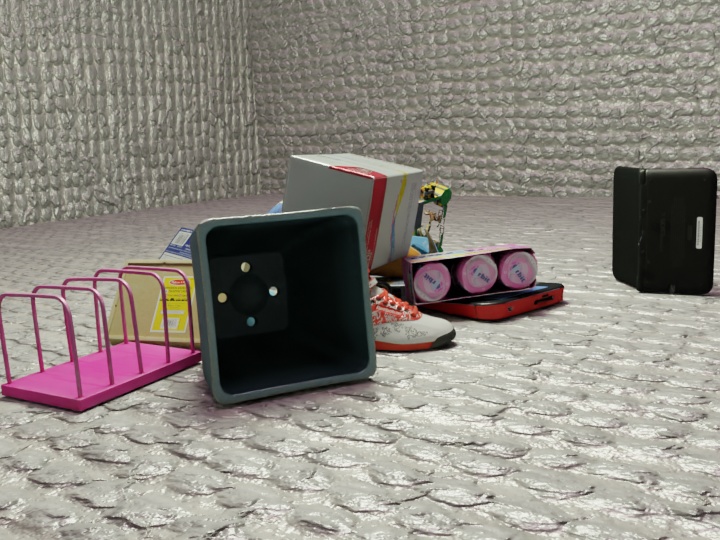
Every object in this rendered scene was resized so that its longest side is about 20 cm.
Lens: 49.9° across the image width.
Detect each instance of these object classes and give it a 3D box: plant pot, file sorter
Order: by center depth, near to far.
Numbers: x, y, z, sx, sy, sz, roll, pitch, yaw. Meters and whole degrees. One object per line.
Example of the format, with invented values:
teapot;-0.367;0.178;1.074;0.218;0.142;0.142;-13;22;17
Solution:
file sorter;-0.315;0.070;0.943;0.137;0.128;0.199;3;11;30
plant pot;-0.113;0.034;0.945;0.193;0.200;0.199;-7;3;-22

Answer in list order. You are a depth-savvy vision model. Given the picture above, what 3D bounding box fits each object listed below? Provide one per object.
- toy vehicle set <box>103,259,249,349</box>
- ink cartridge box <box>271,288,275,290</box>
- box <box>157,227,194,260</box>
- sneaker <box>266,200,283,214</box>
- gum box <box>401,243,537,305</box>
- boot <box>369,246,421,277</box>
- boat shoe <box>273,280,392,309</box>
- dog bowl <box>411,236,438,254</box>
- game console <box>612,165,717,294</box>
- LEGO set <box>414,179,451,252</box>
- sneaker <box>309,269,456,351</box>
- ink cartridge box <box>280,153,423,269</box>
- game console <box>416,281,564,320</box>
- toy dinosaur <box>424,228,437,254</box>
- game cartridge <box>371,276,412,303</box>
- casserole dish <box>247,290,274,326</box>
toy vehicle set;-0.257;0.047;1.090;0.196;0.126;0.027;1;-26;18
ink cartridge box;-0.112;-0.020;1.456;0.174;0.085;0.199;-22;0;27
box;-0.299;0.026;1.179;0.032;0.201;0.120;43;-18;-31
sneaker;-0.105;-0.112;1.406;0.198;0.077;0.077;-23;-5;21
gum box;0.169;0.003;1.204;0.196;0.067;0.114;-8;5;-4
boot;0.000;-0.001;1.281;0.198;0.072;0.144;13;30;10
boat shoe;-0.035;0.037;1.125;0.198;0.076;0.062;9;-37;-41
dog bowl;0.070;-0.028;1.446;0.111;0.050;0.198;-22;-18;41
game console;0.506;-0.073;1.303;0.173;0.204;0.116;2;12;27
LEGO set;0.102;-0.103;1.629;0.115;0.203;0.153;27;41;37
sneaker;0.027;0.047;1.032;0.197;0.110;0.067;-1;10;7
ink cartridge box;-0.011;-0.093;1.180;0.143;0.147;0.199;16;16;23
game console;0.210;0.040;1.247;0.198;0.032;0.176;-10;13;-38
toy dinosaur;0.138;-0.003;1.349;0.099;0.059;0.200;12;-18;4
game cartridge;0.012;0.031;1.344;0.196;0.042;0.133;-2;14;5
casserole dish;-0.156;0.060;1.170;0.120;0.040;0.199;-10;13;-33
